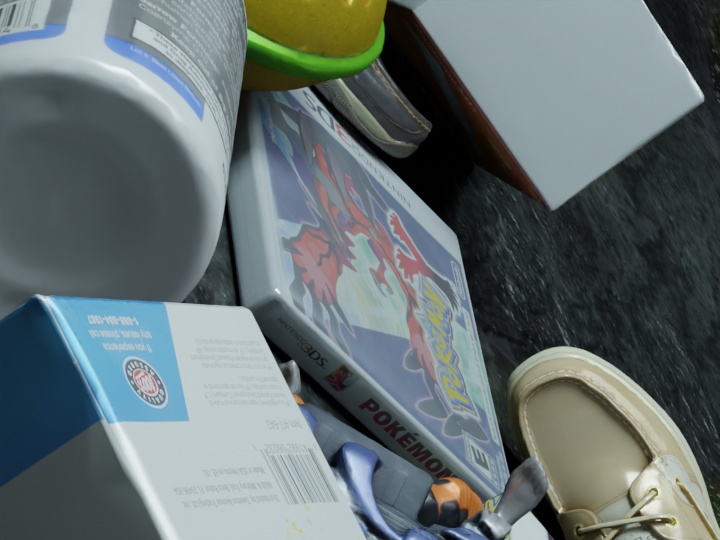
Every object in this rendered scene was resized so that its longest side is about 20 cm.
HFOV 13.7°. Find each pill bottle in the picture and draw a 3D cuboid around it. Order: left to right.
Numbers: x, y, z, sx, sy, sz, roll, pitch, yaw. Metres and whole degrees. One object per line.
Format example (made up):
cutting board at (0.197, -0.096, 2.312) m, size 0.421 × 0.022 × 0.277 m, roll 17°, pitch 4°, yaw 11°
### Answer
pill bottle at (-0.098, -0.069, 1.073) m, size 0.114 × 0.113 × 0.200 m, roll 50°, pitch 20°, yaw -22°

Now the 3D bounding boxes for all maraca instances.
maraca at (-0.066, -0.140, 1.290) m, size 0.199 × 0.107 × 0.137 m, roll 10°, pitch 41°, yaw -47°

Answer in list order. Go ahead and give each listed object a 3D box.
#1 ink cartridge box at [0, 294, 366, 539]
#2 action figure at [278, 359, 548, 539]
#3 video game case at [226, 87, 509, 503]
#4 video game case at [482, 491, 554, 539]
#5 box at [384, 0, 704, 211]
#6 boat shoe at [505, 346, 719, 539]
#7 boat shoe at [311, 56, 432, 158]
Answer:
ink cartridge box at (-0.061, 0.125, 0.838) m, size 0.201 × 0.125 × 0.128 m, roll 63°, pitch 19°, yaw 14°
action figure at (0.008, 0.112, 1.081) m, size 0.200 × 0.105 × 0.193 m, roll 34°, pitch 23°, yaw 7°
video game case at (0.000, 0.000, 1.355) m, size 0.182 × 0.023 × 0.201 m, roll 44°, pitch 23°, yaw -35°
video game case at (0.108, 0.216, 1.264) m, size 0.200 × 0.036 × 0.182 m, roll 50°, pitch 21°, yaw -23°
box at (0.082, -0.118, 1.538) m, size 0.125 × 0.097 × 0.200 m, roll 54°, pitch -2°, yaw -11°
boat shoe at (0.136, 0.127, 1.417) m, size 0.200 × 0.074 × 0.069 m, roll 55°, pitch 13°, yaw -11°
boat shoe at (-0.020, -0.144, 1.427) m, size 0.200 × 0.073 × 0.075 m, roll 53°, pitch 0°, yaw -13°
